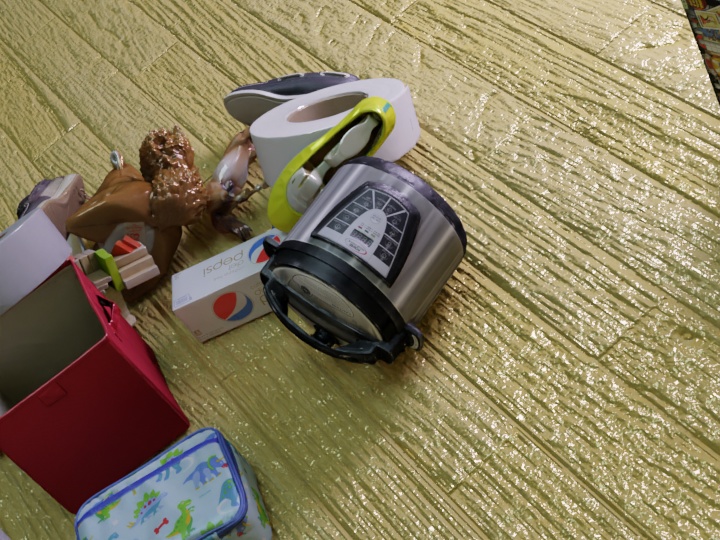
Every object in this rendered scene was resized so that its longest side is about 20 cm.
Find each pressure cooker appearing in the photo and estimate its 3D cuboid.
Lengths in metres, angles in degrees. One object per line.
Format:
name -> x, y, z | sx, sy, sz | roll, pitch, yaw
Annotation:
pressure cooker -> 0.001, 0.002, 1.494 | 0.200, 0.179, 0.176 | -52, 30, -19

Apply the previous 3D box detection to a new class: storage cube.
storage cube -> -0.330, 0.133, 1.590 | 0.200, 0.180, 0.171 | -37, 40, -2

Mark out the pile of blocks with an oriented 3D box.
pile of blocks -> -0.350, 0.004, 1.707 | 0.199, 0.062, 0.082 | -18, 21, 4

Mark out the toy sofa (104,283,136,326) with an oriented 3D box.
toy sofa -> -0.388, 0.083, 1.767 | 0.199, 0.098, 0.083 | -8, 23, 29

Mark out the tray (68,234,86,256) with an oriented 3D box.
tray -> -0.399, -0.019, 1.875 | 0.108, 0.022, 0.200 | -63, 34, 24

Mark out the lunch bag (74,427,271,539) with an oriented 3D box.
lunch bag -> -0.201, 0.267, 1.452 | 0.200, 0.083, 0.161 | -31, 38, 5

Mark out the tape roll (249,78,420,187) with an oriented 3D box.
tape roll -> -0.031, -0.169, 1.696 | 0.202, 0.071, 0.203 | -15, 20, 5

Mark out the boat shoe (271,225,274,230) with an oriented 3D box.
boat shoe -> -0.023, -0.087, 1.671 | 0.199, 0.069, 0.084 | -20, 43, 18

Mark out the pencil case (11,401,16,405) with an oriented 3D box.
pencil case -> -0.507, 0.199, 1.715 | 0.200, 0.094, 0.091 | -34, 37, 3

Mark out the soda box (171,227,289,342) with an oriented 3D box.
soda box -> -0.125, 0.009, 1.651 | 0.199, 0.068, 0.064 | -24, 42, 13

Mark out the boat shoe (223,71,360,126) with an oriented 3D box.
boat shoe -> -0.090, -0.233, 1.854 | 0.199, 0.074, 0.060 | 0, 52, 31

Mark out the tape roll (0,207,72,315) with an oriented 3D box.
tape roll -> -0.432, 0.013, 1.607 | 0.200, 0.066, 0.200 | -35, 14, 10

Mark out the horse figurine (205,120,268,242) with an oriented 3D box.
horse figurine -> -0.158, -0.125, 1.803 | 0.132, 0.050, 0.201 | -20, 47, 48

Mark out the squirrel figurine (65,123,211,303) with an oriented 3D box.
squirrel figurine -> -0.283, -0.093, 1.819 | 0.200, 0.142, 0.187 | -38, 26, 10

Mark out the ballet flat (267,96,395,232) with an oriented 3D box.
ballet flat -> -0.037, -0.118, 1.572 | 0.200, 0.067, 0.067 | -45, 10, 13

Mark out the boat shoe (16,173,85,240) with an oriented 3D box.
boat shoe -> -0.414, -0.070, 1.797 | 0.065, 0.072, 0.200 | -3, 27, 10

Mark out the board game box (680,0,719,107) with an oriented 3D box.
board game box -> 0.392, -0.204, 1.395 | 0.105, 0.200, 0.023 | 23, 65, 46

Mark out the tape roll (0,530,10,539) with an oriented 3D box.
tape roll -> -0.396, 0.349, 1.402 | 0.066, 0.200, 0.201 | -28, 41, 10
